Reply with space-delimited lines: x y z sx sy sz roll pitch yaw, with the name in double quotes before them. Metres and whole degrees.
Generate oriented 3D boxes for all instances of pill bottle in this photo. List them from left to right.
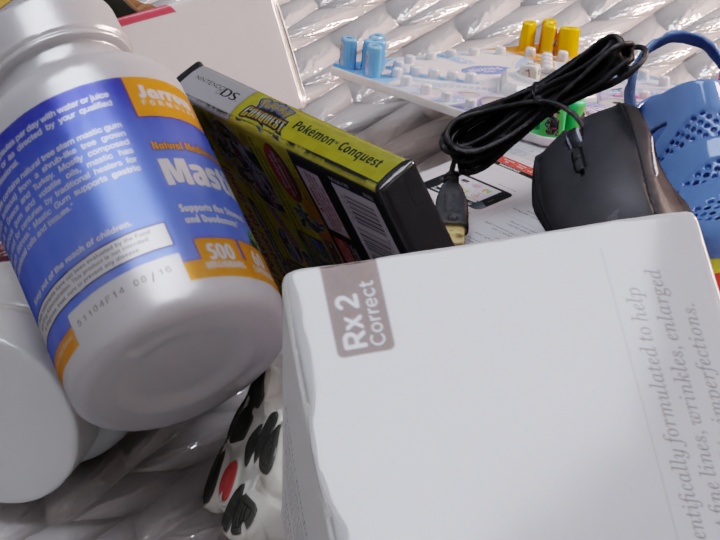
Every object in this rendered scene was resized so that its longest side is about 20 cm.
"pill bottle" -0.149 0.030 1.438 0.114 0.115 0.200 4 27 19
"pill bottle" -0.120 -0.033 1.335 0.112 0.112 0.200 -15 61 -19

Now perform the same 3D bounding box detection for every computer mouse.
"computer mouse" 0.097 -0.040 1.457 0.140 0.046 0.200 -28 42 18

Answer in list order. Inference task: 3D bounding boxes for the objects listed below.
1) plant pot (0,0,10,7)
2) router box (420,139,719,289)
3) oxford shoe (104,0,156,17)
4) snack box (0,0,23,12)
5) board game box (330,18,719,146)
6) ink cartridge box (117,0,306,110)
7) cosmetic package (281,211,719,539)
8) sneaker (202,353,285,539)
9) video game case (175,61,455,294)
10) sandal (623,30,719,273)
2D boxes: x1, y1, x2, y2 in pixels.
"plant pot" -0.333 -0.170 1.795 0.194 0.196 0.200 9 32 28
"router box" 0.081 0.000 1.527 0.179 0.049 0.200 -22 31 -30
"oxford shoe" -0.140 -0.145 1.869 0.071 0.072 0.200 11 8 -43
"snack box" -0.217 -0.123 1.593 0.200 0.024 0.072 -35 16 21
"board game box" 0.118 -0.121 1.735 0.200 0.026 0.200 -9 22 -42
"ink cartridge box" -0.144 -0.108 1.670 0.146 0.083 0.200 -19 6 -25
"cosmetic package" 0.061 0.106 1.084 0.164 0.200 0.165 -9 60 -7
"sneaker" -0.024 0.101 1.325 0.083 0.081 0.200 25 9 -11
"video game case" 0.000 0.000 1.378 0.025 0.200 0.181 -41 39 -18
"sandal" 0.179 -0.064 1.484 0.079 0.087 0.200 -8 28 -8
